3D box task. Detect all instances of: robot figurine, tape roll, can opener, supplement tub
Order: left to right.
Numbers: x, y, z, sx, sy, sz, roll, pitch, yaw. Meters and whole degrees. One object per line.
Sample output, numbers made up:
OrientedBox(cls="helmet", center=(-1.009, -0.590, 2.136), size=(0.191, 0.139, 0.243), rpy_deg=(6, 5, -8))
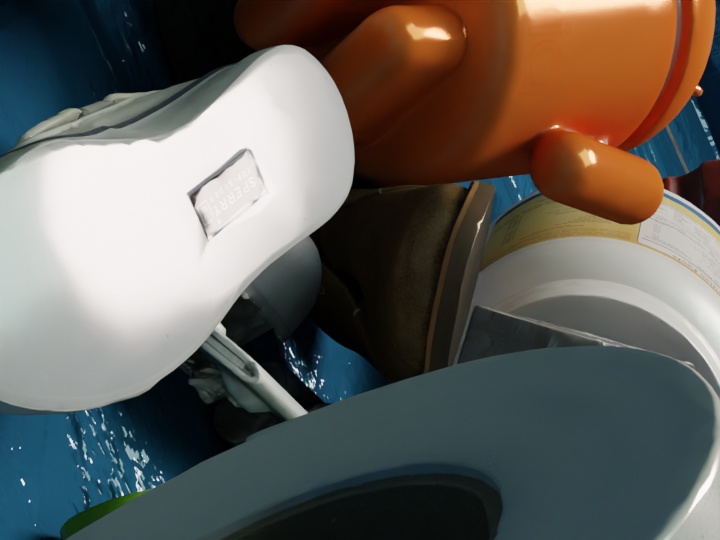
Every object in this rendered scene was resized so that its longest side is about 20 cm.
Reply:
OrientedBox(cls="can opener", center=(-0.010, 0.041, 0.946), size=(0.053, 0.067, 0.200), rpy_deg=(35, -6, 30))
OrientedBox(cls="tape roll", center=(0.007, 0.123, 0.585), size=(0.203, 0.203, 0.139), rpy_deg=(-72, 138, -71))
OrientedBox(cls="robot figurine", center=(0.049, -0.088, 1.028), size=(0.200, 0.144, 0.117), rpy_deg=(-11, 119, -48))
OrientedBox(cls="supplement tub", center=(0.101, 0.046, 1.250), size=(0.200, 0.145, 0.145), rpy_deg=(-59, 126, -74))

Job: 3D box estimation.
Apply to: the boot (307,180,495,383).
OrientedBox(cls="boot", center=(0.000, 0.000, 0.978), size=(0.200, 0.075, 0.074), rpy_deg=(159, -49, -82))

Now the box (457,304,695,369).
OrientedBox(cls="box", center=(0.062, 0.098, 1.025), size=(0.200, 0.050, 0.158), rpy_deg=(18, 89, -74))

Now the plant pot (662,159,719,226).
OrientedBox(cls="plant pot", center=(0.256, 0.042, 1.850), size=(0.195, 0.201, 0.201), rpy_deg=(45, 24, -41))

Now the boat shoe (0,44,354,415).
OrientedBox(cls="boat shoe", center=(-0.074, -0.012, 0.793), size=(0.200, 0.066, 0.072), rpy_deg=(-43, 116, -54))

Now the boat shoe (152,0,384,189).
OrientedBox(cls="boat shoe", center=(-0.024, -0.064, 1.103), size=(0.074, 0.076, 0.200), rpy_deg=(-105, 173, -77))

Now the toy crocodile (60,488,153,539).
OrientedBox(cls="toy crocodile", center=(-0.030, 0.098, 0.795), size=(0.200, 0.062, 0.068), rpy_deg=(35, 35, -67))
